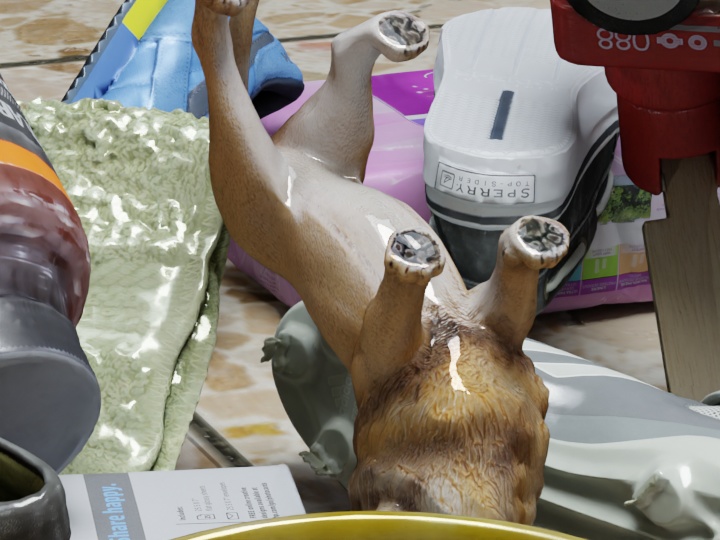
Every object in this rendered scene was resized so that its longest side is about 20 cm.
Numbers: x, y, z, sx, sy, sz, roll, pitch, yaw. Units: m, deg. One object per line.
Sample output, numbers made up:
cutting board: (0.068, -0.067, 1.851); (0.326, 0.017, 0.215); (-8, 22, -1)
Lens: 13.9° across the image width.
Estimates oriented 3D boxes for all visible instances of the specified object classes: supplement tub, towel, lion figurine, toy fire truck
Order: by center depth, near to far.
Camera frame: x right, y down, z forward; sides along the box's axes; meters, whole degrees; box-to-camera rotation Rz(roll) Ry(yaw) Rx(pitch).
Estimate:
supplement tub: (-0.144, -0.023, 0.853); (0.107, 0.107, 0.200); (-10, 50, -30)
lion figurine: (0.000, 0.000, 0.863); (0.072, 0.123, 0.200); (-11, 53, -20)
towel: (-0.139, 0.008, 0.923); (0.200, 0.148, 0.036); (4, -24, 15)
toy fire truck: (0.150, -0.044, 0.931); (0.176, 0.200, 0.129); (4, 41, 14)

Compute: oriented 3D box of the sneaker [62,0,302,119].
sneaker: (-0.083, -0.019, 1.014); (0.078, 0.066, 0.200); (34, 56, -5)

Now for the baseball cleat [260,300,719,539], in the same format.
baseball cleat: (0.068, 0.056, 0.917); (0.200, 0.070, 0.106); (27, 22, 33)

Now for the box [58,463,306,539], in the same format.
box: (-0.106, 0.101, 0.791); (0.200, 0.041, 0.156); (-3, 19, -9)

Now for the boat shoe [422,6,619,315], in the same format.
boat shoe: (0.052, -0.038, 1.014); (0.072, 0.071, 0.200); (11, 22, 11)

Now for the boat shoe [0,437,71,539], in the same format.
boat shoe: (-0.159, 0.040, 0.744); (0.201, 0.066, 0.072); (22, 29, 14)

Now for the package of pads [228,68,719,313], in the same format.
package of pads: (0.050, -0.032, 1.131); (0.200, 0.076, 0.121); (-8, 25, -24)

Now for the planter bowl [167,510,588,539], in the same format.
planter bowl: (0.005, 0.137, 0.611); (0.200, 0.084, 0.200); (0, 27, 0)
